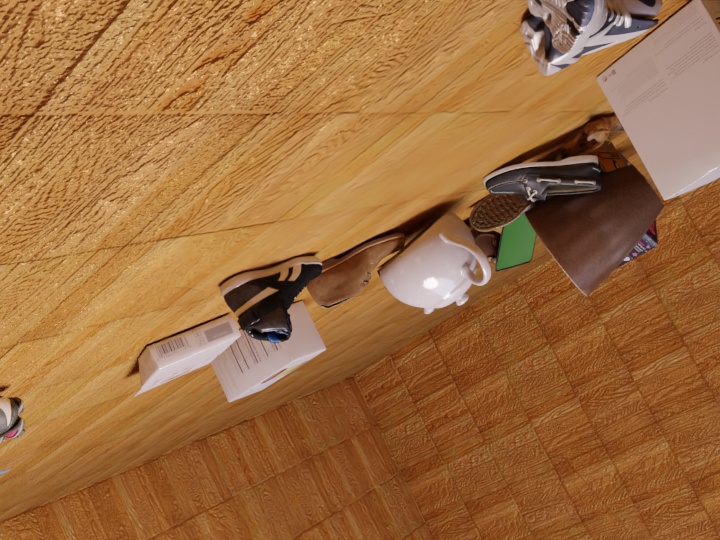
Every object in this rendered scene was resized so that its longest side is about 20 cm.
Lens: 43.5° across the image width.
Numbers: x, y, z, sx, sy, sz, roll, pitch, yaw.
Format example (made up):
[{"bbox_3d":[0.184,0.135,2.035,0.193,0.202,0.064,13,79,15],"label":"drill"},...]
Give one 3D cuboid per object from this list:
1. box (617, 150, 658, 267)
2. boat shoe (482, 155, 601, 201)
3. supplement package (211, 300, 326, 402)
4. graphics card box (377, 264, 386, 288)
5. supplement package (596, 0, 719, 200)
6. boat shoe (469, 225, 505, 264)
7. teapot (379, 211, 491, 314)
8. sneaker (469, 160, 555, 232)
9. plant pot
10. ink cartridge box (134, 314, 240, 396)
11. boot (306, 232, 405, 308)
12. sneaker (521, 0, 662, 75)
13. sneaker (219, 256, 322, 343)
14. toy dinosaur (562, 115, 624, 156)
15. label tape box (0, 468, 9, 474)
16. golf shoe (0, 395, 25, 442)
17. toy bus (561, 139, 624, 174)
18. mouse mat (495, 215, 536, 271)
[{"bbox_3d":[0.553,-0.131,1.938,0.114,0.132,0.201,-34,-150,39],"label":"box"},{"bbox_3d":[0.309,-0.149,1.532,0.198,0.061,0.076,-10,167,9],"label":"boat shoe"},{"bbox_3d":[-0.186,0.159,1.774,0.199,0.110,0.113,-34,169,35],"label":"supplement package"},{"bbox_3d":[0.141,-0.026,1.885,0.199,0.051,0.125,-19,167,-47],"label":"graphics card box"},{"bbox_3d":[0.472,-0.239,1.229,0.146,0.201,0.191,-19,168,-38],"label":"supplement package"},{"bbox_3d":[0.273,-0.050,1.883,0.199,0.067,0.073,9,109,-57],"label":"boat shoe"},{"bbox_3d":[0.142,0.000,1.618,0.197,0.146,0.200,-41,-179,17],"label":"teapot"},{"bbox_3d":[0.307,-0.133,1.722,0.199,0.068,0.090,-34,164,17],"label":"sneaker"},{"bbox_3d":[0.425,-0.089,1.594,0.199,0.188,0.187,-38,168,15],"label":"plant pot"},{"bbox_3d":[-0.314,0.149,1.582,0.160,0.050,0.200,-22,173,-31],"label":"ink cartridge box"},{"bbox_3d":[0.000,0.000,1.564,0.199,0.076,0.074,-27,167,-14],"label":"boot"},{"bbox_3d":[0.228,-0.255,0.845,0.129,0.080,0.199,-29,171,2],"label":"sneaker"},{"bbox_3d":[-0.119,0.051,1.385,0.199,0.113,0.073,-17,167,-47],"label":"sneaker"},{"bbox_3d":[0.393,-0.233,1.524,0.106,0.060,0.200,-49,170,34],"label":"toy dinosaur"},{"bbox_3d":[-0.710,0.354,1.491,0.199,0.064,0.144,-30,170,12],"label":"label tape box"},{"bbox_3d":[-0.566,0.227,1.258,0.199,0.078,0.088,-32,150,10],"label":"golf shoe"},{"bbox_3d":[0.435,-0.200,1.697,0.065,0.079,0.199,-31,170,30],"label":"toy bus"},{"bbox_3d":[0.336,-0.085,1.898,0.007,0.163,0.199,16,-165,29],"label":"mouse mat"}]
